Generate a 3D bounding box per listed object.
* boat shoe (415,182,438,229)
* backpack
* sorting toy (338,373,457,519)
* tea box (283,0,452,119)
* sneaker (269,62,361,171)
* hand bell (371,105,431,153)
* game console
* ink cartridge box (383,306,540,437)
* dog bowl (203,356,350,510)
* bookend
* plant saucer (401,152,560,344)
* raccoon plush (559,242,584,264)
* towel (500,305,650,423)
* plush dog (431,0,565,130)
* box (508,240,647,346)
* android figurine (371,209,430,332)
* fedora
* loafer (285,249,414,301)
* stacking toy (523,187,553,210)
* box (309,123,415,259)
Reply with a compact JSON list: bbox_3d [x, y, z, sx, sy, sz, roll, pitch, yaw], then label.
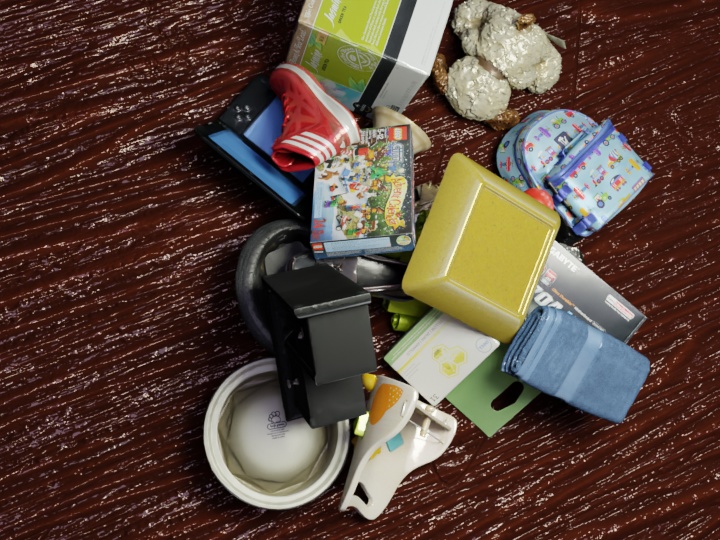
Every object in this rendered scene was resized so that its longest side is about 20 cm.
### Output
[{"bbox_3d":[0.099,-0.096,1.371,0.199,0.074,0.067,-26,90,-17],"label":"boat shoe"},{"bbox_3d":[0.318,-0.161,1.406,0.182,0.135,0.201,-37,87,-17],"label":"backpack"},{"bbox_3d":[0.030,0.247,1.242,0.106,0.200,0.181,19,78,27],"label":"sorting toy"},{"bbox_3d":[0.003,-0.333,1.333,0.195,0.200,0.135,21,74,-6],"label":"tea box"},{"bbox_3d":[-0.099,-0.213,1.285,0.115,0.079,0.200,-36,47,-15],"label":"sneaker"},{"bbox_3d":[0.010,-0.130,1.358,0.104,0.104,0.201,33,82,-4],"label":"hand bell"},{"bbox_3d":[-0.113,-0.181,1.318,0.200,0.116,0.176,39,73,-3],"label":"game console"},{"bbox_3d":[0.153,0.140,1.305,0.200,0.048,0.146,43,117,0],"label":"ink cartridge box"},{"bbox_3d":[-0.116,0.222,1.253,0.198,0.074,0.202,3,78,-12],"label":"dog bowl"},{"bbox_3d":[-0.044,0.111,1.122,0.091,0.199,0.202,-12,104,-14],"label":"bookend"},{"bbox_3d":[0.175,-0.026,1.217,0.199,0.048,0.202,26,81,-25],"label":"plant saucer"},{"bbox_3d":[0.247,0.022,1.381,0.198,0.097,0.135,15,84,0],"label":"raccoon plush"},{"bbox_3d":[0.295,0.127,1.252,0.199,0.049,0.112,27,98,-21],"label":"towel"},{"bbox_3d":[0.205,-0.311,1.418,0.199,0.160,0.172,34,96,-4],"label":"plush dog"},{"bbox_3d":[0.280,0.063,1.317,0.200,0.046,0.159,40,93,0],"label":"box"},{"bbox_3d":[0.105,0.007,1.334,0.198,0.041,0.184,8,101,-18],"label":"android figurine"},{"bbox_3d":[-0.094,0.033,1.284,0.199,0.092,0.203,6,73,-18],"label":"fedora"},{"bbox_3d":[0.000,0.000,1.242,0.198,0.063,0.073,7,72,-19],"label":"loafer"},{"bbox_3d":[0.186,-0.059,1.285,0.199,0.085,0.086,-30,86,-17],"label":"stacking toy"},{"bbox_3d":[0.005,-0.110,1.252,0.135,0.038,0.201,-6,52,9],"label":"box"}]
